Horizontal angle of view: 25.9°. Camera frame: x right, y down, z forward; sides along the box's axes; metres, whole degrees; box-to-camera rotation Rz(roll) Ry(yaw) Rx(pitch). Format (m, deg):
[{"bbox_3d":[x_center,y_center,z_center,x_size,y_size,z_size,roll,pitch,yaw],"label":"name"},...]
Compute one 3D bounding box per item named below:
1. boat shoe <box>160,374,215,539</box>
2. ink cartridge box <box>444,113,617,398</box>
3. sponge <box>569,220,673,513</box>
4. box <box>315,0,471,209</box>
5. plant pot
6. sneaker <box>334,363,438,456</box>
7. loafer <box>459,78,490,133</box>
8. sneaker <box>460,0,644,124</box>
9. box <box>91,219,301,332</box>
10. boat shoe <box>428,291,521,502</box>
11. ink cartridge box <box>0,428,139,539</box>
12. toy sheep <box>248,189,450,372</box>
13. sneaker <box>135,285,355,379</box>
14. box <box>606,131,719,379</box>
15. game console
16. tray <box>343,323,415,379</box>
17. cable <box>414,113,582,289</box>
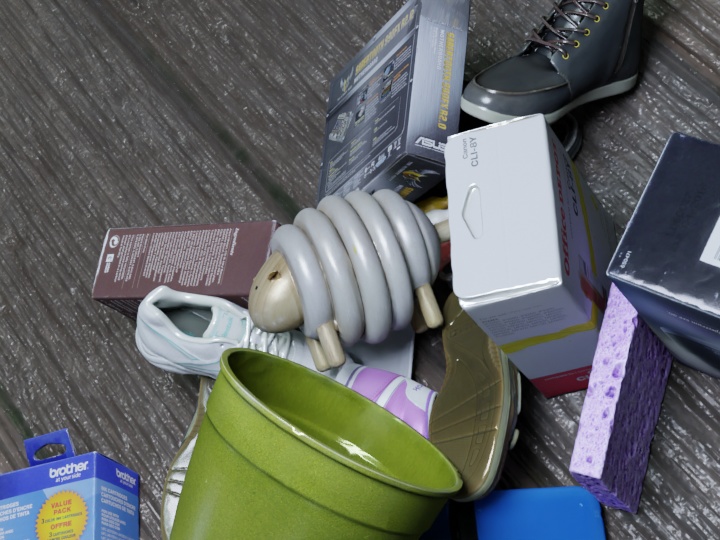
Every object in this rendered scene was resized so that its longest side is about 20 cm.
[{"bbox_3d":[-0.122,0.156,1.363,0.071,0.066,0.203,10,68,4],"label":"boat shoe"},{"bbox_3d":[0.141,-0.007,1.217,0.082,0.200,0.147,-14,62,21],"label":"ink cartridge box"},{"bbox_3d":[0.208,0.074,1.199,0.030,0.112,0.202,8,72,28],"label":"sponge"},{"bbox_3d":[0.025,-0.129,1.357,0.200,0.048,0.160,143,138,-59],"label":"box"},{"bbox_3d":[-0.056,0.191,1.152,0.200,0.200,0.195,33,99,34],"label":"plant pot"},{"bbox_3d":[0.007,0.180,1.256,0.113,0.073,0.203,14,80,26],"label":"sneaker"},{"bbox_3d":[0.097,-0.134,1.352,0.075,0.070,0.200,-40,37,-10],"label":"loafer"},{"bbox_3d":[0.159,-0.189,1.285,0.199,0.107,0.074,-24,42,-39],"label":"sneaker"},{"bbox_3d":[-0.131,0.009,1.399,0.198,0.100,0.076,-4,66,35],"label":"box"},{"bbox_3d":[0.099,0.099,1.244,0.073,0.063,0.202,-26,41,29],"label":"boat shoe"},{"bbox_3d":[-0.270,0.247,1.391,0.135,0.076,0.202,-16,60,20],"label":"ink cartridge box"},{"bbox_3d":[0.000,0.000,1.282,0.198,0.139,0.139,-21,55,-17],"label":"toy sheep"},{"bbox_3d":[-0.098,0.067,1.323,0.198,0.080,0.071,15,64,2],"label":"sneaker"},{"bbox_3d":[0.310,0.020,1.118,0.199,0.198,0.124,23,81,33],"label":"box"},{"bbox_3d":[0.105,0.283,1.214,0.168,0.119,0.202,-2,63,-8],"label":"game console"},{"bbox_3d":[-0.002,0.100,1.350,0.106,0.022,0.202,-4,66,25],"label":"tray"},{"bbox_3d":[0.111,-0.060,1.344,0.199,0.050,0.097,-39,44,8],"label":"cable"}]
